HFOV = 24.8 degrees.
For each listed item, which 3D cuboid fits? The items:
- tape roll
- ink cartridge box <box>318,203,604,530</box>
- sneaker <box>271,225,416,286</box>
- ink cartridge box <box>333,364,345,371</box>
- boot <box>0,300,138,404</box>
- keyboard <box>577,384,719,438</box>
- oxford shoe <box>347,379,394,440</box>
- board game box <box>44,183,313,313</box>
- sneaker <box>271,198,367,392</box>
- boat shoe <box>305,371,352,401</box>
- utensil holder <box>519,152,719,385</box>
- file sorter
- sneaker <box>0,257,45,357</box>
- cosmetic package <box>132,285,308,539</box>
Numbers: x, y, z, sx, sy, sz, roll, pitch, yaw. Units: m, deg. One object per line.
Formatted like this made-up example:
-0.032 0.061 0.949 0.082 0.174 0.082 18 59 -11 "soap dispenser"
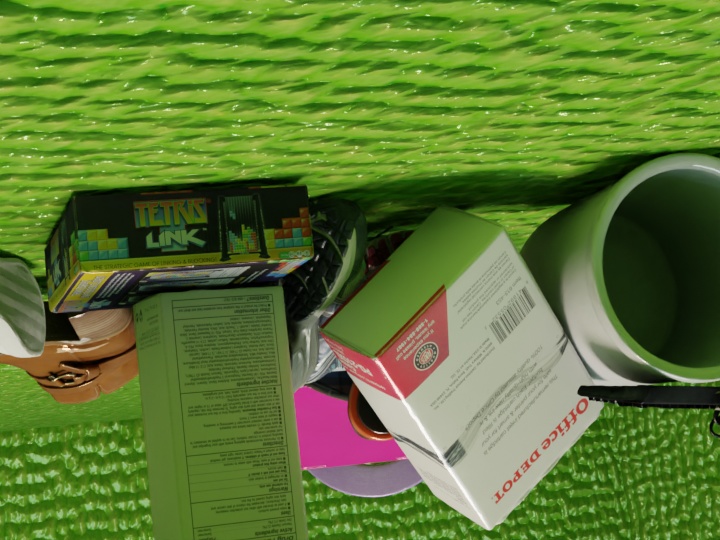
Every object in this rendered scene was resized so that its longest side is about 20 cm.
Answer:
0.013 0.149 1.817 0.198 0.203 0.066 -8 173 2 "tape roll"
0.082 0.075 1.263 0.145 0.201 0.084 -44 -146 -16 "ink cartridge box"
0.000 0.000 1.392 0.198 0.082 0.075 -2 -167 -10 "sneaker"
-0.084 0.046 1.443 0.194 0.044 0.200 -4 -165 -19 "ink cartridge box"
-0.291 0.069 1.447 0.198 0.077 0.156 -19 151 -6 "boot"
0.268 0.108 1.255 0.198 0.040 0.104 3 175 -33 "keyboard"
0.038 0.044 1.343 0.071 0.201 0.073 29 169 -5 "oxford shoe"
-0.138 -0.014 1.193 0.163 0.057 0.200 -3 172 -18 "board game box"
-0.026 0.012 1.281 0.086 0.078 0.201 -17 147 -33 "sneaker"
-0.070 0.063 1.522 0.198 0.069 0.057 24 -170 1 "boat shoe"
0.225 0.009 1.305 0.168 0.172 0.200 -5 175 -14 "utensil holder"
-0.021 0.103 1.673 0.137 0.127 0.200 -7 150 10 "file sorter"
-0.325 0.027 1.278 0.114 0.075 0.200 -7 163 9 "sneaker"
-0.104 0.117 1.217 0.102 0.202 0.073 -2 173 -25 "cosmetic package"
